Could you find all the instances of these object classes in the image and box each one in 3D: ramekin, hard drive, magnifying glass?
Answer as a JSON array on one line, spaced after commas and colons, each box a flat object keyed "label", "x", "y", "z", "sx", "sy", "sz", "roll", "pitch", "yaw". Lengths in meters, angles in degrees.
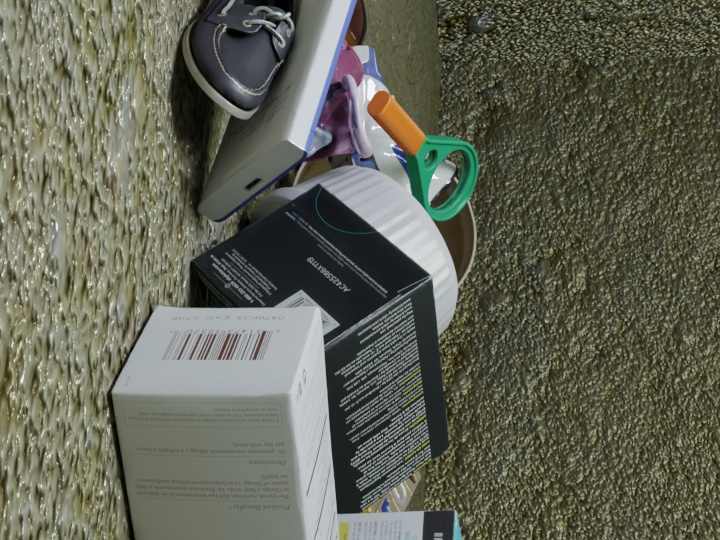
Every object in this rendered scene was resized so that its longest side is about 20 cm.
[{"label": "ramekin", "x": 0.000, "y": 0.000, "z": 1.214, "sx": 0.094, "sy": 0.202, "sz": 0.203, "roll": -33, "pitch": 139, "yaw": -26}, {"label": "hard drive", "x": -0.058, "y": -0.144, "z": 1.055, "sx": 0.132, "sy": 0.025, "sz": 0.201, "roll": -31, "pitch": -145, "yaw": 48}, {"label": "magnifying glass", "x": 0.057, "y": -0.107, "z": 1.258, "sx": 0.080, "sy": 0.022, "sz": 0.200, "roll": -58, "pitch": 148, "yaw": -6}]

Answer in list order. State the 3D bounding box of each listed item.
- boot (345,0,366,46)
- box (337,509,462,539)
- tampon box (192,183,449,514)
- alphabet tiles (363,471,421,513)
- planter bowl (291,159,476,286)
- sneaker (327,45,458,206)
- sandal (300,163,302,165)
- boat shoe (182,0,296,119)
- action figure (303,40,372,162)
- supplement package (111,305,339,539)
[{"label": "boot", "x": -0.053, "y": -0.275, "z": 1.495, "sx": 0.200, "sy": 0.068, "sz": 0.190, "roll": 37, "pitch": 60, "yaw": -72}, {"label": "box", "x": -0.025, "y": 0.229, "z": 1.021, "sx": 0.083, "sy": 0.199, "sz": 0.049, "roll": -83, "pitch": 165, "yaw": -46}, {"label": "tampon box", "x": -0.028, "y": 0.069, "z": 1.078, "sx": 0.150, "sy": 0.126, "sz": 0.201, "roll": 39, "pitch": -29, "yaw": 38}, {"label": "alphabet tiles", "x": 0.006, "y": 0.201, "z": 1.226, "sx": 0.168, "sy": 0.008, "sz": 0.200, "roll": 64, "pitch": 29, "yaw": -17}, {"label": "planter bowl", "x": 0.003, "y": -0.024, "z": 1.420, "sx": 0.135, "sy": 0.199, "sz": 0.201, "roll": 130, "pitch": -32, "yaw": -57}, {"label": "sneaker", "x": 0.030, "y": -0.115, "z": 1.355, "sx": 0.080, "sy": 0.114, "sz": 0.201, "roll": -30, "pitch": -116, "yaw": 59}, {"label": "sandal", "x": -0.026, "y": -0.104, "z": 1.560, "sx": 0.200, "sy": 0.079, "sz": 0.088, "roll": 33, "pitch": 61, "yaw": -80}, {"label": "boat shoe", "x": -0.083, "y": -0.185, "z": 1.029, "sx": 0.073, "sy": 0.063, "sz": 0.200, "roll": 38, "pitch": 27, "yaw": -21}, {"label": "action figure", "x": -0.037, "y": -0.179, "z": 1.234, "sx": 0.200, "sy": 0.148, "sz": 0.135, "roll": -46, "pitch": 130, "yaw": -60}, {"label": "supplement package", "x": -0.082, "y": 0.137, "z": 0.907, "sx": 0.117, "sy": 0.116, "sz": 0.201, "roll": -76, "pitch": 165, "yaw": -63}]
